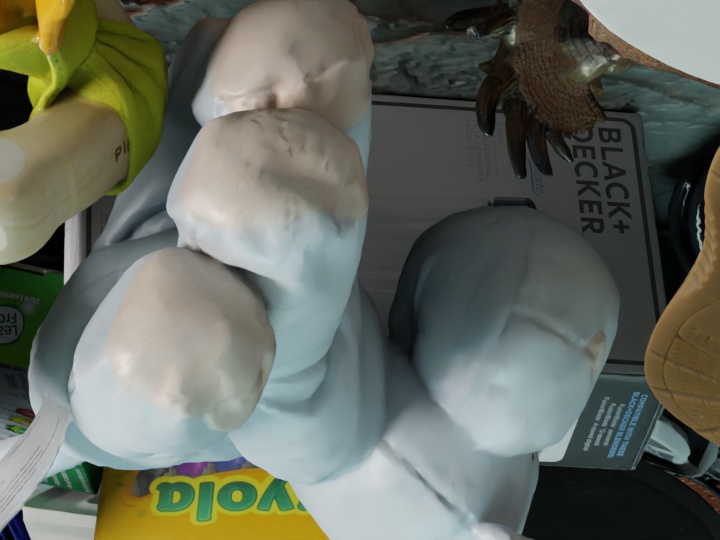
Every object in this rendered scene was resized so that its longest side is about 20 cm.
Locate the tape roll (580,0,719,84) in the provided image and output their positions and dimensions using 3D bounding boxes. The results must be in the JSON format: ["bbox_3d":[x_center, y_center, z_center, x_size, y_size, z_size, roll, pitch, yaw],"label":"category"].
[{"bbox_3d":[0.136,-0.128,0.576,0.202,0.140,0.203,1,163,0],"label":"tape roll"}]

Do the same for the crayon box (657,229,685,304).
[{"bbox_3d":[0.209,0.020,1.185,0.199,0.051,0.127,-3,162,11],"label":"crayon box"}]

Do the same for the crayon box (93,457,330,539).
[{"bbox_3d":[-0.023,0.055,1.050,0.125,0.201,0.052,-1,142,6],"label":"crayon box"}]

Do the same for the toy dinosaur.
[{"bbox_3d":[0.085,-0.081,0.829,0.135,0.086,0.200,6,157,7],"label":"toy dinosaur"}]

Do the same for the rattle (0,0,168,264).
[{"bbox_3d":[-0.155,-0.091,0.837,0.200,0.130,0.143,26,154,25],"label":"rattle"}]

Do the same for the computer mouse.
[{"bbox_3d":[0.107,0.050,1.130,0.109,0.044,0.200,18,173,16],"label":"computer mouse"}]

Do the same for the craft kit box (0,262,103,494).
[{"bbox_3d":[-0.203,0.029,1.179,0.197,0.049,0.200,14,163,6],"label":"craft kit box"}]

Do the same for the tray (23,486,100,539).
[{"bbox_3d":[-0.058,0.109,1.248,0.199,0.022,0.107,5,-167,23],"label":"tray"}]

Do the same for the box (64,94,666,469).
[{"bbox_3d":[0.000,0.000,1.009,0.199,0.117,0.060,5,143,-9],"label":"box"}]

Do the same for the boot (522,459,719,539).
[{"bbox_3d":[0.049,0.095,1.191,0.187,0.069,0.200,1,180,3],"label":"boot"}]

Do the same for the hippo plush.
[{"bbox_3d":[-0.006,0.035,0.869,0.160,0.200,0.159,28,-174,-15],"label":"hippo plush"}]

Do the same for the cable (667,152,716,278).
[{"bbox_3d":[0.182,0.025,1.031,0.200,0.051,0.163,41,162,22],"label":"cable"}]

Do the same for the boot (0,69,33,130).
[{"bbox_3d":[-0.146,-0.006,0.895,0.164,0.066,0.200,-2,-158,-20],"label":"boot"}]

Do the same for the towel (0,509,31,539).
[{"bbox_3d":[-0.138,0.105,1.052,0.049,0.201,0.148,-27,-153,-16],"label":"towel"}]

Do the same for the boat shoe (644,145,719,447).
[{"bbox_3d":[0.131,-0.019,0.796,0.073,0.063,0.200,36,149,4],"label":"boat shoe"}]
